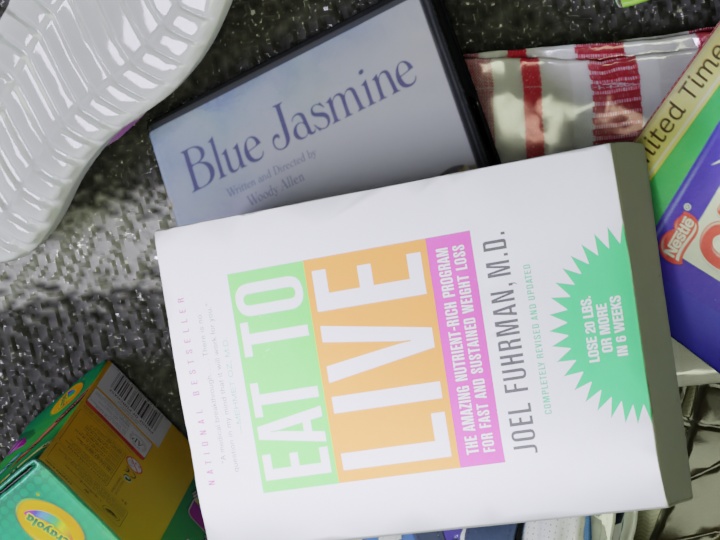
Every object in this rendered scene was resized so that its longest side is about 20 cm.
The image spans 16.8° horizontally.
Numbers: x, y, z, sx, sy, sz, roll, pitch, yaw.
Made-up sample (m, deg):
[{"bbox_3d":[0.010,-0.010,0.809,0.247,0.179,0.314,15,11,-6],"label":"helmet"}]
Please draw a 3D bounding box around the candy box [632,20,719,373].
[{"bbox_3d":[0.205,-0.020,0.918,0.200,0.077,0.169,37,109,9],"label":"candy box"}]

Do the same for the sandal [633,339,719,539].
[{"bbox_3d":[0.128,0.051,1.032,0.081,0.055,0.201,14,95,12],"label":"sandal"}]

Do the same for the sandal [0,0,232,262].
[{"bbox_3d":[-0.115,-0.087,1.027,0.083,0.050,0.203,49,122,7],"label":"sandal"}]

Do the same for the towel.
[{"bbox_3d":[0.117,-0.024,0.994,0.199,0.023,0.145,-5,90,13],"label":"towel"}]

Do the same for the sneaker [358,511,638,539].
[{"bbox_3d":[0.048,0.104,1.007,0.146,0.080,0.201,-37,61,23],"label":"sneaker"}]

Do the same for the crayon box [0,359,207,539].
[{"bbox_3d":[-0.074,0.145,1.056,0.058,0.119,0.200,-41,98,19],"label":"crayon box"}]

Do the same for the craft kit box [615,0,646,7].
[{"bbox_3d":[0.164,-0.225,0.938,0.199,0.049,0.198,-16,102,14],"label":"craft kit box"}]

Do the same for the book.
[{"bbox_3d":[0.023,0.034,0.936,0.199,0.048,0.134,-10,86,29],"label":"book"}]

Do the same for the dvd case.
[{"bbox_3d":[0.000,0.000,0.993,0.142,0.018,0.201,-25,72,21],"label":"dvd case"}]
